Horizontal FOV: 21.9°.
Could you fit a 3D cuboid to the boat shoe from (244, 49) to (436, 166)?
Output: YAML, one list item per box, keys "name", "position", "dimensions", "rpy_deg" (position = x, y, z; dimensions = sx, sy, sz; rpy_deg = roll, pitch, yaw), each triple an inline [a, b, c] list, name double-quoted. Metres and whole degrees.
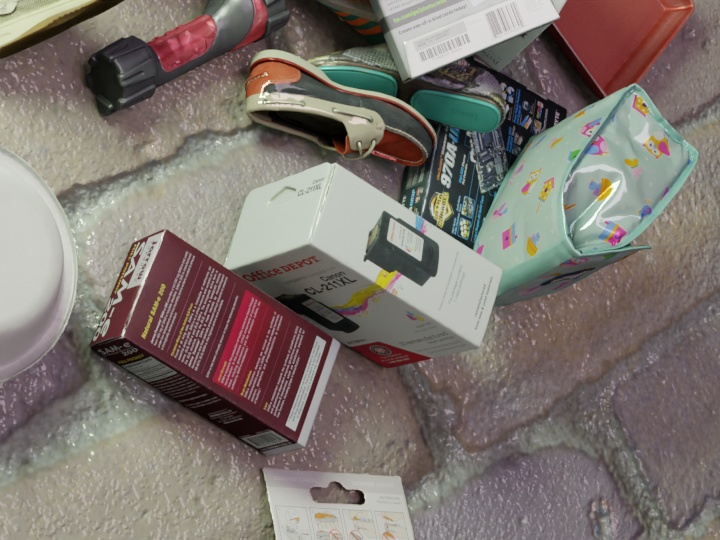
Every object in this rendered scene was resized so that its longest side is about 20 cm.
- name: "boat shoe"
  position: [-0.018, -0.135, 1.710]
  dimensions: [0.199, 0.071, 0.063]
  rpy_deg: [23, 54, -26]

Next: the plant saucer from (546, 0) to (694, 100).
- name: "plant saucer"
  position: [0.251, -0.300, 1.984]
  dimensions: [0.200, 0.037, 0.200]
  rpy_deg: [51, 54, -15]

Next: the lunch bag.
- name: "lunch bag"
  position: [0.197, -0.055, 1.735]
  dimensions: [0.122, 0.170, 0.200]
  rpy_deg: [44, 57, -12]

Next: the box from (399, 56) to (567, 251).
- name: "box"
  position: [0.121, -0.098, 1.826]
  dimensions: [0.159, 0.046, 0.201]
  rpy_deg: [24, 65, -31]

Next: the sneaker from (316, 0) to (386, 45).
- name: "sneaker"
  position: [0.001, -0.255, 1.766]
  dimensions: [0.199, 0.080, 0.072]
  rpy_deg: [26, 68, -7]

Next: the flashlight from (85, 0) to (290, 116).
- name: "flashlight"
  position: [-0.151, -0.206, 1.631]
  dimensions: [0.200, 0.068, 0.068]
  rpy_deg: [-32, 99, -39]

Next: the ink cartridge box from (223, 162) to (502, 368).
- name: "ink cartridge box"
  position: [0.000, 0.000, 1.645]
  dimensions: [0.200, 0.145, 0.083]
  rpy_deg: [31, 64, -27]

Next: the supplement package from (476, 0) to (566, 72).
- name: "supplement package"
  position: [0.115, -0.327, 1.812]
  dimensions: [0.200, 0.111, 0.156]
  rpy_deg: [37, 58, -7]

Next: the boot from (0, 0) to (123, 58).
- name: "boot"
  position: [-0.255, -0.278, 1.517]
  dimensions: [0.199, 0.072, 0.155]
  rpy_deg: [-25, 92, 4]

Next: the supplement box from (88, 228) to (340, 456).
- name: "supplement box"
  position: [-0.122, 0.064, 1.589]
  dimensions: [0.200, 0.061, 0.109]
  rpy_deg: [35, 59, -27]

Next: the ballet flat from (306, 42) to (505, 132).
- name: "ballet flat"
  position: [0.040, -0.179, 1.752]
  dimensions: [0.199, 0.072, 0.072]
  rpy_deg: [11, 70, -7]

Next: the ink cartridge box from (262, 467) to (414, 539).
- name: "ink cartridge box"
  position: [-0.016, 0.278, 1.637]
  dimensions: [0.160, 0.050, 0.201]
  rpy_deg: [9, 54, -37]

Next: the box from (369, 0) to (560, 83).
- name: "box"
  position: [0.073, -0.293, 1.701]
  dimensions: [0.155, 0.041, 0.201]
  rpy_deg: [-24, 94, -10]

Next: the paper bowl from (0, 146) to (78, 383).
- name: "paper bowl"
  position: [-0.311, -0.007, 1.436]
  dimensions: [0.200, 0.104, 0.202]
  rpy_deg: [10, 72, -34]
